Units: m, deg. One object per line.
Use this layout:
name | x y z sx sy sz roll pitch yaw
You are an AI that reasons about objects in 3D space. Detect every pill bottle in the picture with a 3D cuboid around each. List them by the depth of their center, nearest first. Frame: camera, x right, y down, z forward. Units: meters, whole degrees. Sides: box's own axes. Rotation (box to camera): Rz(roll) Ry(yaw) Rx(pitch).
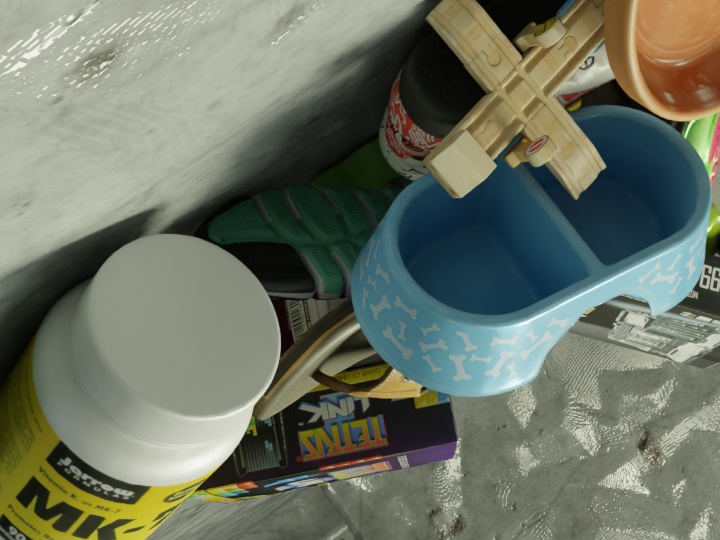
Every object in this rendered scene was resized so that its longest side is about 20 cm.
pill bottle | -0.122 0.070 0.751 0.114 0.115 0.200 -27 168 -38

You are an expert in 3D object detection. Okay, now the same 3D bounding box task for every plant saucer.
plant saucer | 0.176 -0.164 0.669 0.200 0.032 0.201 -33 141 -30

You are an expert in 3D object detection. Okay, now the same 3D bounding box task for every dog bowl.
dog bowl | 0.090 -0.017 0.736 0.199 0.112 0.050 -25 153 -22

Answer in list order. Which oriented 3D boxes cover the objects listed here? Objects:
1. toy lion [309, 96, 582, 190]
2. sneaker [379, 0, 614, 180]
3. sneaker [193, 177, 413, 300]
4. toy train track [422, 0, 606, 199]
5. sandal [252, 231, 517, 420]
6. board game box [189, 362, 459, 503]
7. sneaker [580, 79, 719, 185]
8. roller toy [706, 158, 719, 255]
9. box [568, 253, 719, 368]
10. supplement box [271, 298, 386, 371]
toy lion | 0.046 -0.059 0.898 0.200 0.069 0.191 -41 161 31
sneaker | 0.098 -0.112 0.771 0.200 0.068 0.108 -28 170 -18
sneaker | 0.000 0.000 0.806 0.198 0.075 0.088 -11 142 -25
toy train track | 0.107 -0.113 0.693 0.200 0.115 0.032 -47 -162 -13
sandal | 0.034 0.034 0.775 0.199 0.055 0.082 -22 163 -18
board game box | -0.023 0.105 0.935 0.164 0.057 0.200 -10 170 2
sneaker | 0.167 -0.110 0.829 0.077 0.083 0.202 -30 133 -66
roller toy | 0.303 -0.112 1.185 0.199 0.139 0.183 -22 142 -51
box | 0.213 0.018 1.171 0.158 0.198 0.050 126 -22 -74
supplement box | -0.023 0.049 0.963 0.108 0.061 0.200 -7 170 -28
